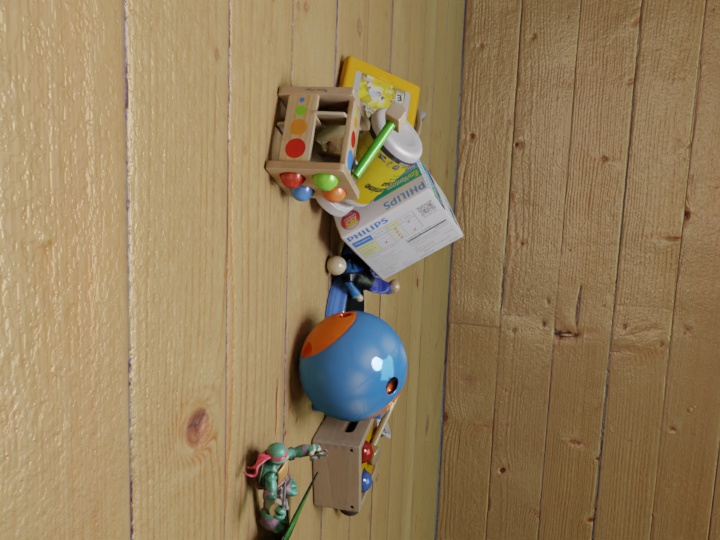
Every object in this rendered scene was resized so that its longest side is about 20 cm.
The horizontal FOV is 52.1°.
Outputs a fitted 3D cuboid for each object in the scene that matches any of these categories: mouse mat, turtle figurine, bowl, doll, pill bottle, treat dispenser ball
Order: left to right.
[{"bbox_3d":[-0.123,0.326,1.170,0.150,0.100,0.201,-48,161,-40],"label":"turtle figurine"},{"bbox_3d":[-0.127,0.456,1.266,0.200,0.007,0.162,-55,168,-66],"label":"mouse mat"},{"bbox_3d":[-0.031,0.105,1.597,0.201,0.039,0.202,5,90,-76],"label":"bowl"},{"bbox_3d":[-0.014,0.174,1.351,0.201,0.199,0.202,4,90,-76],"label":"treat dispenser ball"},{"bbox_3d":[0.000,0.000,1.550,0.199,0.048,0.137,11,63,-49],"label":"doll"},{"bbox_3d":[0.007,-0.187,1.323,0.112,0.200,0.113,30,39,-28],"label":"pill bottle"}]

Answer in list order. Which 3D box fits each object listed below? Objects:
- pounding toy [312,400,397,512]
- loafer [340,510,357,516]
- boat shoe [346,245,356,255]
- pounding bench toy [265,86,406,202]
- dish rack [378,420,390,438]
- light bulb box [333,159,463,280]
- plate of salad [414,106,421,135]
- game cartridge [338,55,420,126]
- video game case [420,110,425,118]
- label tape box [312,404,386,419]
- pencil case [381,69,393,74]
[{"bbox_3d":[-0.005,0.374,1.569,0.200,0.141,0.185,-51,144,-66],"label":"pounding toy"},{"bbox_3d":[-0.011,0.468,1.718,0.071,0.073,0.201,58,38,-67],"label":"loafer"},{"bbox_3d":[0.014,-0.064,1.666,0.200,0.067,0.072,-66,156,-54],"label":"boat shoe"},{"bbox_3d":[-0.030,-0.191,1.173,0.124,0.199,0.157,52,44,-70],"label":"pounding bench toy"},{"bbox_3d":[0.017,0.314,1.754,0.200,0.043,0.173,58,15,-68],"label":"dish rack"},{"bbox_3d":[0.070,-0.111,1.469,0.200,0.197,0.125,44,21,-53],"label":"light bulb box"},{"bbox_3d":[0.053,-0.279,1.588,0.048,0.200,0.201,28,60,-32],"label":"plate of salad"},{"bbox_3d":[0.031,-0.311,1.481,0.032,0.175,0.201,-28,-131,59],"label":"game cartridge"},{"bbox_3d":[0.079,-0.264,1.742,0.182,0.022,0.201,-53,172,-52],"label":"video game case"},{"bbox_3d":[-0.001,0.247,1.539,0.200,0.143,0.064,-19,113,-75],"label":"label tape box"},{"bbox_3d":[0.055,-0.375,1.700,0.200,0.087,0.088,68,29,-63],"label":"pencil case"}]
